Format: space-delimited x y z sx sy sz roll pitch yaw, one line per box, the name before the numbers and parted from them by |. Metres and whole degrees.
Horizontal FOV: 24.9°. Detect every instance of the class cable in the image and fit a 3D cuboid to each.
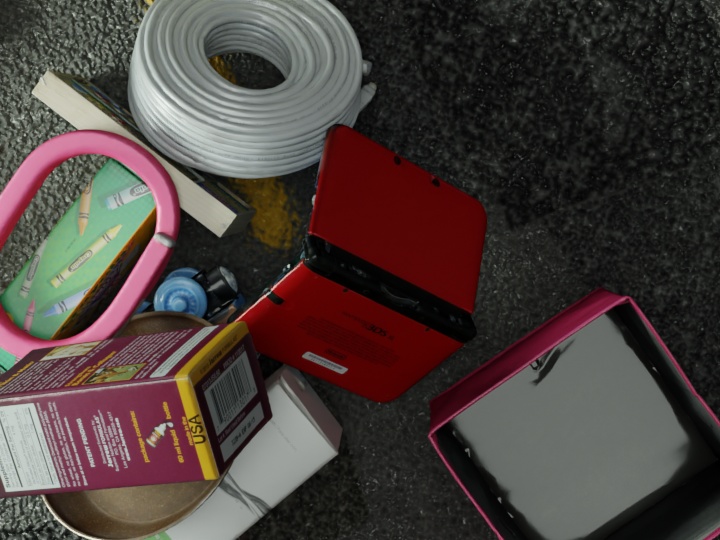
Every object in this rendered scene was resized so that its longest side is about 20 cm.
cable | -0.096 -0.166 1.379 0.200 0.069 0.200 25 52 5

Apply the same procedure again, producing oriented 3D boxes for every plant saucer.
plant saucer | -0.173 0.131 1.330 0.200 0.037 0.201 -12 60 22

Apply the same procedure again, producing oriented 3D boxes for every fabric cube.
fabric cube | 0.188 0.148 1.358 0.196 0.199 0.200 -35 90 2

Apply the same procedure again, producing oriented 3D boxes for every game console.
game console | 0.000 0.000 1.395 0.200 0.119 0.172 26 124 -38

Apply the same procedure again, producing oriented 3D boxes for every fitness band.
fitness band | -0.235 -0.018 1.326 0.144 0.037 0.200 34 97 0

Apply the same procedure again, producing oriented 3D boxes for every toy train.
toy train | -0.179 0.081 1.429 0.200 0.087 0.114 -34 97 4

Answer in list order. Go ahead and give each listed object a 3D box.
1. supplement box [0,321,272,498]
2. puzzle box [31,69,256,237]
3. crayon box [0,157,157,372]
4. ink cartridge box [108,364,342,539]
supplement box | -0.184 0.107 1.244 0.200 0.110 0.086 -8 107 23
puzzle box | -0.182 -0.100 1.397 0.200 0.133 0.025 38 96 0
crayon box | -0.244 -0.003 1.409 0.058 0.119 0.200 39 93 1
ink cartridge box | -0.114 0.177 1.396 0.200 0.146 0.084 -40 92 3
